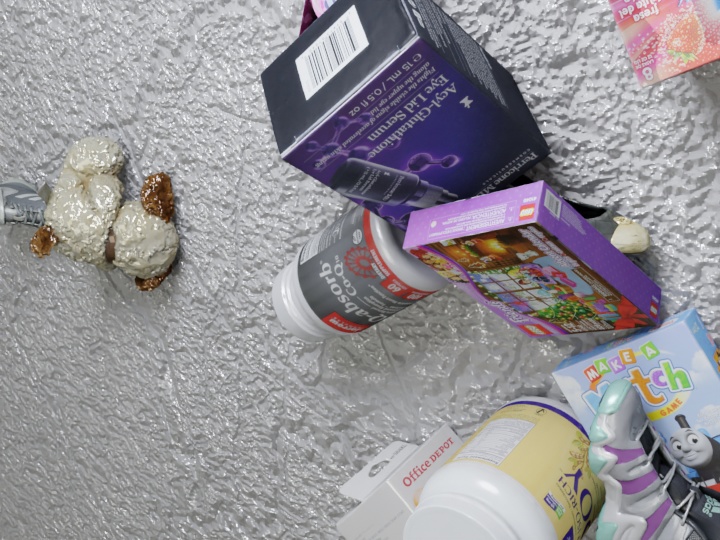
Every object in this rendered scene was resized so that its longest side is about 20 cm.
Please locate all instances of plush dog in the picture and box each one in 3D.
[{"bbox_3d":[-0.325,-0.054,1.139,0.170,0.161,0.201,14,124,2],"label":"plush dog"}]

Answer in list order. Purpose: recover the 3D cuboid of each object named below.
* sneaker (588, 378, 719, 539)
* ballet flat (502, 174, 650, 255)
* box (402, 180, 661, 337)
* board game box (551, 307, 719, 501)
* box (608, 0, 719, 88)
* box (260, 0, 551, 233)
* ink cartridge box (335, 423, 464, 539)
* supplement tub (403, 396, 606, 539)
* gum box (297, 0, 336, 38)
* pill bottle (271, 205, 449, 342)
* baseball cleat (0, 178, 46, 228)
[{"bbox_3d":[0.279,0.189,0.749,0.139,0.078,0.201,8,125,35],"label":"sneaker"},{"bbox_3d":[0.166,-0.065,0.771,0.199,0.066,0.057,26,115,26],"label":"ballet flat"},{"bbox_3d":[0.152,-0.001,0.742,0.136,0.039,0.199,-10,147,45],"label":"box"},{"bbox_3d":[0.290,0.151,0.792,0.151,0.037,0.201,-32,88,44],"label":"board game box"},{"bbox_3d":[0.281,-0.211,0.583,0.199,0.102,0.095,-17,100,41],"label":"box"},{"bbox_3d":[0.040,-0.131,0.718,0.148,0.199,0.105,-38,49,26],"label":"box"},{"bbox_3d":[0.082,0.285,0.962,0.200,0.128,0.125,48,132,10],"label":"ink cartridge box"},{"bbox_3d":[0.146,0.228,0.834,0.145,0.200,0.147,18,121,32],"label":"supplement tub"},{"bbox_3d":[-0.006,-0.197,0.814,0.066,0.113,0.201,32,128,23],"label":"gum box"},{"bbox_3d":[0.000,0.000,0.902,0.200,0.116,0.116,-32,89,44],"label":"pill bottle"},{"bbox_3d":[-0.487,-0.078,1.269,0.199,0.106,0.070,21,118,28],"label":"baseball cleat"}]
